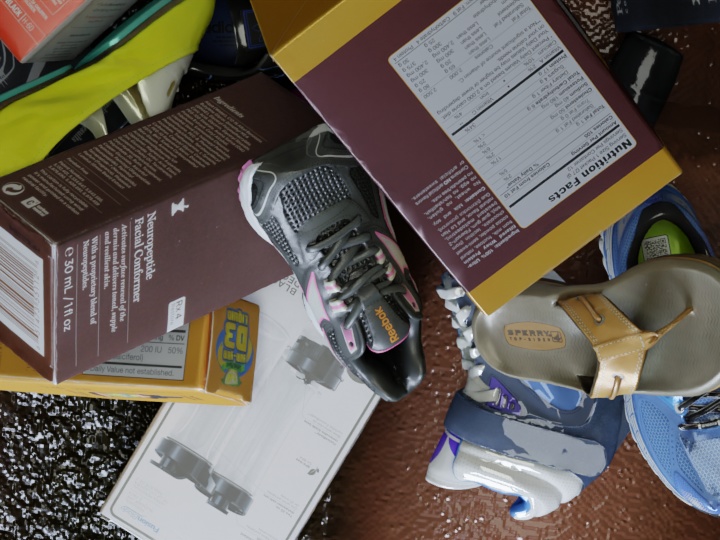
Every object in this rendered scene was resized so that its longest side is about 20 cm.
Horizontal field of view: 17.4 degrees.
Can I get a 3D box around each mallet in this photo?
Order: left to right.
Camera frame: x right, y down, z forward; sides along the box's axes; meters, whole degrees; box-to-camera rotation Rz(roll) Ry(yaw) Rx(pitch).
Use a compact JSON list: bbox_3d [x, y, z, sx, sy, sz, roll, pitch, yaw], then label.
[{"bbox_3d":[0.103,-0.153,1.428,0.199,0.041,0.066,34,99,3],"label":"mallet"}]

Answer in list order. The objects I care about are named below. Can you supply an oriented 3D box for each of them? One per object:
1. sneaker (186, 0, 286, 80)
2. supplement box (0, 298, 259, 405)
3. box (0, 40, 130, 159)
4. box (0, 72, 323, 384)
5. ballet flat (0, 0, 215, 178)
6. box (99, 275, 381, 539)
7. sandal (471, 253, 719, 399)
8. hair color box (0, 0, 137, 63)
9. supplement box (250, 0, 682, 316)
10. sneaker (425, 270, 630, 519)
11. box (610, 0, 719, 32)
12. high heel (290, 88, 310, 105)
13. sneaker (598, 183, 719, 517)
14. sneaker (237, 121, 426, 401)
[{"bbox_3d":[-0.029,-0.146,1.405,0.198,0.078,0.071,-8,98,13],"label":"sneaker"},{"bbox_3d":[-0.162,0.042,1.417,0.199,0.066,0.069,5,82,25],"label":"supplement box"},{"bbox_3d":[-0.249,-0.094,1.388,0.200,0.148,0.104,38,135,-1],"label":"box"},{"bbox_3d":[-0.112,-0.025,1.316,0.075,0.199,0.101,35,136,34],"label":"box"},{"bbox_3d":[-0.148,-0.097,1.328,0.200,0.067,0.067,-35,98,-31],"label":"ballet flat"},{"bbox_3d":[-0.062,0.092,1.455,0.116,0.060,0.201,30,98,0],"label":"box"},{"bbox_3d":[0.133,0.038,1.311,0.199,0.054,0.081,-3,106,43],"label":"sandal"},{"bbox_3d":[-0.123,-0.204,1.321,0.200,0.101,0.061,-40,88,11],"label":"hair color box"},{"bbox_3d":[0.047,-0.122,1.287,0.132,0.198,0.200,-36,117,9],"label":"supplement box"},{"bbox_3d":[0.073,0.060,1.429,0.200,0.081,0.147,42,92,-8],"label":"sneaker"},{"bbox_3d":[0.213,-0.241,1.314,0.117,0.200,0.198,-11,96,-14],"label":"box"},{"bbox_3d":[-0.064,-0.062,1.418,0.199,0.096,0.068,-26,95,7],"label":"high heel"},{"bbox_3d":[0.186,0.049,1.361,0.078,0.089,0.201,-17,94,2],"label":"sneaker"},{"bbox_3d":[0.000,0.000,1.312,0.080,0.200,0.087,-33,52,-1],"label":"sneaker"}]
